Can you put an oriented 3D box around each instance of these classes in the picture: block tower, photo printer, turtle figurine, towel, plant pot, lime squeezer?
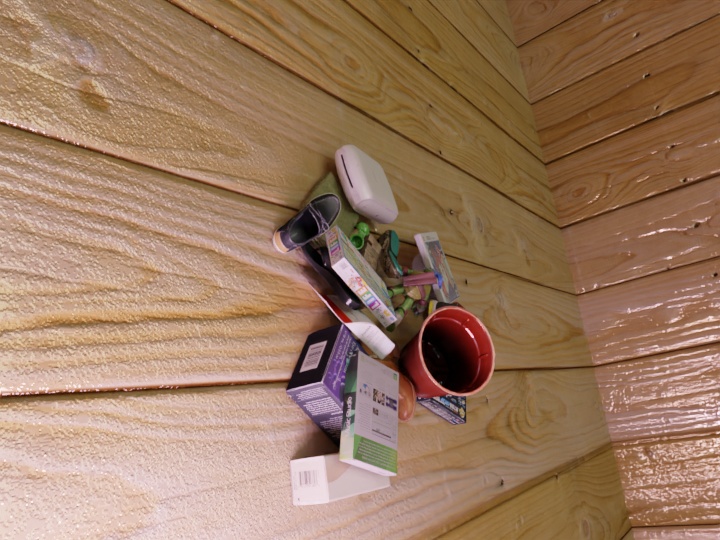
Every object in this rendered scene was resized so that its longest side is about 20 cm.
[{"bbox_3d":[0.000,0.000,1.364,0.058,0.053,0.204,45,41,-32],"label":"block tower"},{"bbox_3d":[0.012,-0.215,1.429,0.198,0.068,0.171,19,48,-61],"label":"photo printer"},{"bbox_3d":[0.100,0.063,1.464,0.192,0.196,0.148,-35,127,-35],"label":"turtle figurine"},{"bbox_3d":[-0.074,-0.126,1.331,0.150,0.036,0.202,54,39,-24],"label":"towel"},{"bbox_3d":[0.190,0.214,1.374,0.194,0.195,0.208,7,67,-17],"label":"plant pot"},{"bbox_3d":[-0.014,-0.074,1.364,0.038,0.070,0.203,46,41,-22],"label":"lime squeezer"}]

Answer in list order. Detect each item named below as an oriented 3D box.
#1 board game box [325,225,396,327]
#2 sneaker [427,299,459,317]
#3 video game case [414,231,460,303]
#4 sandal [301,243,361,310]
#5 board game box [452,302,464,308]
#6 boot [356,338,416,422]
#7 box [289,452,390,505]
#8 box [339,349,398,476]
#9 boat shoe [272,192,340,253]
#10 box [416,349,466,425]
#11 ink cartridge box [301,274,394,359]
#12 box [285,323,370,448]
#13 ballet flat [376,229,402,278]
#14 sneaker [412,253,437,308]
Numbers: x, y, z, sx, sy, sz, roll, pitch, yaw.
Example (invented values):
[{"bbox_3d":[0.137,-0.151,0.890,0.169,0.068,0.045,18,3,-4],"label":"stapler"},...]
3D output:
[{"bbox_3d":[0.001,0.013,1.231,0.201,0.034,0.136,50,14,-31],"label":"board game box"},{"bbox_3d":[0.241,0.138,1.461,0.199,0.082,0.077,37,61,-49],"label":"sneaker"},{"bbox_3d":[0.215,-0.008,1.580,0.181,0.022,0.206,-13,82,-68],"label":"video game case"},{"bbox_3d":[-0.056,0.000,1.210,0.201,0.048,0.075,48,11,26],"label":"sandal"},{"bbox_3d":[0.269,0.203,1.569,0.102,0.019,0.206,35,60,-41],"label":"board game box"},{"bbox_3d":[0.047,0.249,1.303,0.153,0.073,0.206,13,53,-53],"label":"boot"},{"bbox_3d":[-0.035,0.391,1.096,0.198,0.093,0.081,15,62,-53],"label":"box"},{"bbox_3d":[0.021,0.275,1.098,0.143,0.036,0.206,35,47,-42],"label":"box"},{"bbox_3d":[-0.102,-0.104,1.213,0.199,0.061,0.076,-40,107,-38],"label":"boat shoe"},{"bbox_3d":[0.223,0.308,1.549,0.199,0.045,0.164,37,47,-41],"label":"box"},{"bbox_3d":[-0.028,0.084,1.204,0.201,0.047,0.160,49,-5,-30],"label":"ink cartridge box"},{"bbox_3d":[-0.037,0.238,1.154,0.201,0.102,0.150,51,38,-27],"label":"box"},{"bbox_3d":[0.065,-0.029,1.433,0.068,0.074,0.202,53,19,-28],"label":"ballet flat"},{"bbox_3d":[0.198,0.054,1.631,0.082,0.072,0.206,50,22,-80],"label":"sneaker"}]
